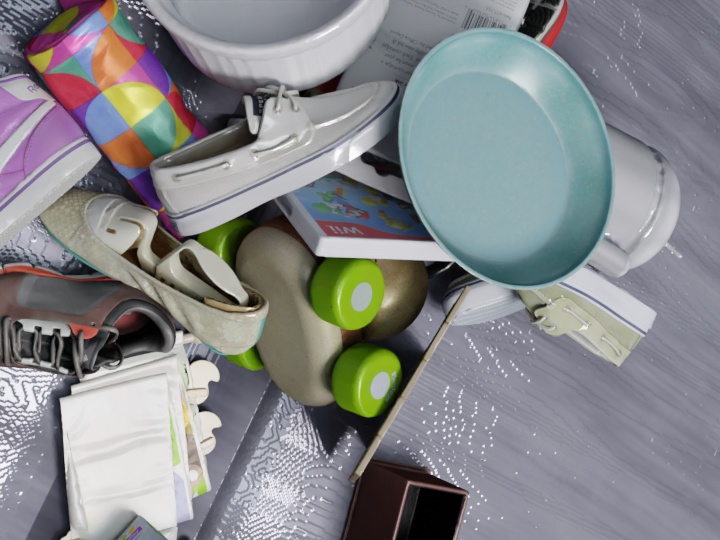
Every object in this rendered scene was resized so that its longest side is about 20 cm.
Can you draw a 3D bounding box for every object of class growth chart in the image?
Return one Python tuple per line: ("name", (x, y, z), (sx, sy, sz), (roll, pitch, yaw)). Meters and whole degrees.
("growth chart", (-0.180, 0.149, 1.259), (0.144, 0.018, 0.202), (-3, 98, -29))

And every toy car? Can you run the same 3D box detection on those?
("toy car", (0.000, 0.000, 1.258), (0.200, 0.164, 0.159), (-35, 127, -35))

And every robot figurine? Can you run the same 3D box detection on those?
("robot figurine", (0.185, -0.070, 1.305), (0.199, 0.113, 0.170), (24, 44, -25))

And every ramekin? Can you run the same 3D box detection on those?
("ramekin", (-0.068, -0.231, 1.174), (0.199, 0.098, 0.202), (-2, 70, 5))

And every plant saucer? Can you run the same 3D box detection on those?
("plant saucer", (0.104, -0.081, 1.177), (0.199, 0.036, 0.202), (7, 76, -29))

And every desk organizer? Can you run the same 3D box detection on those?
("desk organizer", (0.024, 0.271, 1.352), (0.071, 0.077, 0.202), (15, 90, -29))

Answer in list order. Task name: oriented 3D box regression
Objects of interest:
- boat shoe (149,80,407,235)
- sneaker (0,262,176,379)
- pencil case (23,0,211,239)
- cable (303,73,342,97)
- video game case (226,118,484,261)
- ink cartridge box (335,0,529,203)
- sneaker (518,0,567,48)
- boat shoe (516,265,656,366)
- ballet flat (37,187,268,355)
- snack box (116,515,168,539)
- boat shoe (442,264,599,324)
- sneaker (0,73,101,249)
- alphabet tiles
("boat shoe", (-0.062, -0.101, 1.152), (0.199, 0.071, 0.070), (-26, 114, 0))
("sneaker", (-0.228, 0.043, 1.171), (0.199, 0.082, 0.078), (-9, 124, -27))
("pencil case", (-0.169, -0.120, 1.193), (0.088, 0.088, 0.201), (-42, 114, -17))
("cable", (0.015, -0.185, 1.298), (0.199, 0.050, 0.098), (-24, 101, -22))
("video game case", (-0.008, -0.065, 1.225), (0.142, 0.200, 0.018), (2, 120, -29))
("ink cartridge box", (0.046, -0.152, 1.240), (0.115, 0.068, 0.201), (23, 82, -1))
("sneaker", (0.123, -0.155, 1.363), (0.085, 0.077, 0.201), (33, 87, -45))
("boat shoe", (0.171, 0.025, 1.308), (0.199, 0.072, 0.062), (26, 89, -32))
("ballet flat", (-0.153, -0.014, 1.187), (0.199, 0.062, 0.068), (35, 41, -2))
("snack box", (-0.163, 0.326, 1.256), (0.169, 0.068, 0.200), (-46, 121, -14))
("boat shoe", (0.153, -0.009, 1.392), (0.199, 0.072, 0.062), (-20, 76, -25))
("sneaker", (-0.301, -0.061, 1.147), (0.200, 0.073, 0.114), (-42, 93, -10))
("alphabet tiles", (0.037, 0.098, 1.280), (0.008, 0.200, 0.168), (31, 81, 3))
